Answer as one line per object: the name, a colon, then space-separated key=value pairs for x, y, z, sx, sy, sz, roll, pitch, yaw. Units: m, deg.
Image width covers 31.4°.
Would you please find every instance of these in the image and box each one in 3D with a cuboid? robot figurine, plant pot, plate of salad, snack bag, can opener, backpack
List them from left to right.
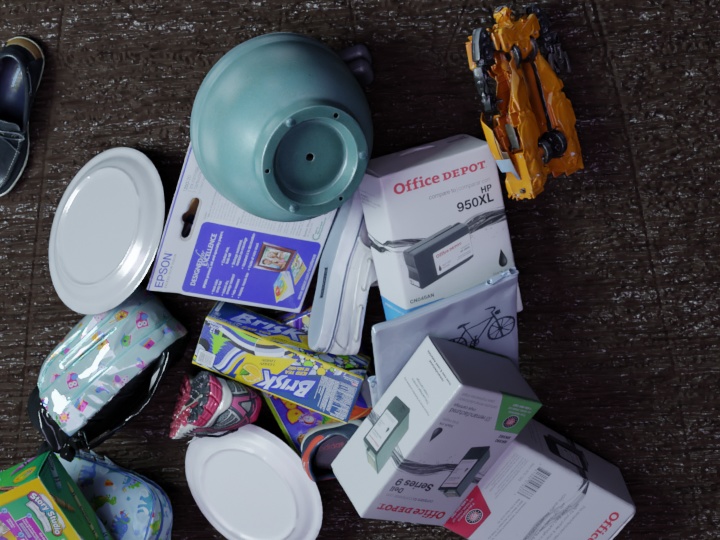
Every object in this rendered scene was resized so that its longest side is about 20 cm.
backpack: x=-0.336 y=0.314 z=1.629 sx=0.198 sy=0.165 sz=0.154 roll=23 pitch=154 yaw=-11
backpack: x=-0.304 y=0.116 z=1.554 sx=0.200 sy=0.167 sz=0.127 roll=-44 pitch=96 yaw=12
plate of salad: x=-0.294 y=-0.045 z=1.507 sx=0.198 sy=0.048 sz=0.203 roll=-13 pitch=69 yaw=34
plate of salad: x=-0.132 y=0.273 z=1.623 sx=0.198 sy=0.048 sz=0.203 roll=13 pitch=121 yaw=23
can opener: x=-0.074 y=-0.198 z=1.470 sx=0.198 sy=0.053 sz=0.067 roll=-23 pitch=138 yaw=17
plant pot: x=-0.068 y=-0.135 z=1.353 sx=0.198 sy=0.134 sz=0.203 roll=-9 pitch=117 yaw=-19
snack bag: x=0.093 y=0.095 z=1.434 sx=0.187 sy=0.021 sz=0.202 roll=-21 pitch=137 yaw=-13
robot figurine: x=0.175 y=-0.187 z=1.392 sx=0.058 sy=0.144 sz=0.202 roll=-4 pitch=109 yaw=49

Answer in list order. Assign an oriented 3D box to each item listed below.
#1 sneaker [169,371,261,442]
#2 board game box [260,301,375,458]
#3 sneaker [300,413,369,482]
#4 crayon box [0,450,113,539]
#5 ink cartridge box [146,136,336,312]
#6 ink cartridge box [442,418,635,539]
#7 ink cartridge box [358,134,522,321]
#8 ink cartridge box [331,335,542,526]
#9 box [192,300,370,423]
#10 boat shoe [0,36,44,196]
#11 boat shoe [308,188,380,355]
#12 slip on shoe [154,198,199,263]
sneaker: x=-0.180 y=0.171 z=1.542 sx=0.074 sy=0.200 sz=0.082 roll=17 pitch=78 yaw=-18
board game box: x=-0.046 y=0.145 z=1.578 sx=0.133 sy=0.045 sz=0.202 roll=-23 pitch=104 yaw=16
sneaker: x=0.022 y=0.204 z=1.516 sx=0.198 sy=0.085 sz=0.076 roll=-23 pitch=104 yaw=10
crayon box: x=-0.369 y=0.326 z=1.525 sx=0.118 sy=0.058 sz=0.202 roll=-24 pitch=110 yaw=14
ink cartridge box: x=-0.132 y=-0.057 z=1.475 sx=0.198 sy=0.043 sz=0.200 roll=9 pitch=116 yaw=-27
ink cartridge box: x=0.206 y=0.270 z=1.535 sx=0.199 sy=0.084 sz=0.146 roll=30 pitch=112 yaw=-20
ink cartridge box: x=0.089 y=-0.036 z=1.446 sx=0.143 sy=0.084 sz=0.203 roll=-18 pitch=107 yaw=-16
ink cartridge box: x=0.084 y=0.185 z=1.430 sx=0.145 sy=0.084 sz=0.201 roll=16 pitch=118 yaw=-42
box: x=-0.092 y=0.106 z=1.509 sx=0.198 sy=0.070 sz=0.065 roll=22 pitch=109 yaw=1
boat shoe: x=-0.426 y=-0.178 z=1.520 sx=0.074 sy=0.062 sz=0.202 roll=22 pitch=112 yaw=-1
boat shoe: x=0.001 y=0.001 z=1.495 sx=0.085 sy=0.074 sz=0.205 roll=13 pitch=83 yaw=-19
slip on shoe: x=-0.179 y=-0.084 z=1.510 sx=0.075 sy=0.061 sz=0.201 roll=24 pitch=116 yaw=-33
